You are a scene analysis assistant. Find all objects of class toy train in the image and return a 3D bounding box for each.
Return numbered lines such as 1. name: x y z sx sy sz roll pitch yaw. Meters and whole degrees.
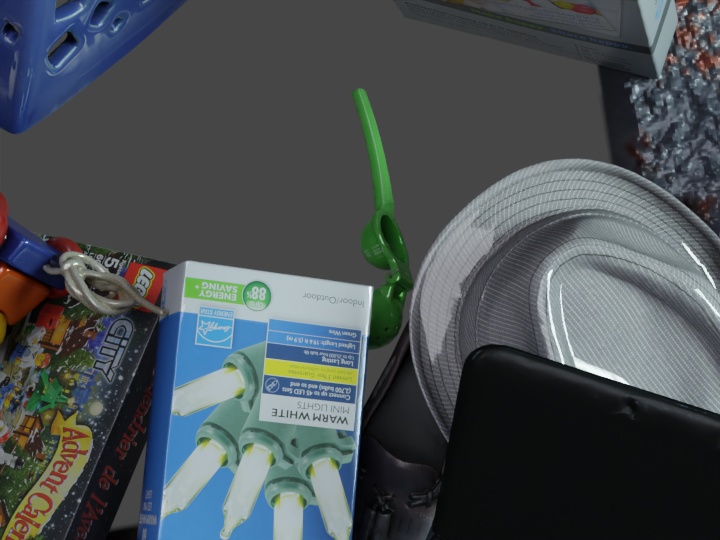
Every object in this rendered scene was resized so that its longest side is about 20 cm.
1. toy train: -0.199 0.025 0.914 0.199 0.085 0.116 31 89 33

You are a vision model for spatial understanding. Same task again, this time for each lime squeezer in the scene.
1. lime squeezer: 0.000 0.000 0.958 0.070 0.038 0.202 9 80 47

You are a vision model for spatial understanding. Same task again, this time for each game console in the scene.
1. game console: 0.140 0.128 0.817 0.198 0.176 0.117 18 83 17

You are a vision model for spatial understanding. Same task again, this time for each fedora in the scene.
1. fedora: 0.124 0.041 0.851 0.176 0.090 0.201 -34 93 -7

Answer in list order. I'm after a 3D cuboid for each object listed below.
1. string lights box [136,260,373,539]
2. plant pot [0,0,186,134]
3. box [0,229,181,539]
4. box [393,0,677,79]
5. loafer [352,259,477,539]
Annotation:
1. string lights box: -0.056 0.104 0.876 0.102 0.059 0.202 7 81 -17
2. plant pot: -0.176 -0.230 0.914 0.200 0.180 0.200 40 57 6
3. box: -0.182 0.080 0.944 0.135 0.038 0.201 11 69 28
4. box: 0.076 -0.159 0.879 0.155 0.200 0.042 16 84 16
5. loafer: 0.024 0.085 0.913 0.071 0.063 0.202 19 84 17
